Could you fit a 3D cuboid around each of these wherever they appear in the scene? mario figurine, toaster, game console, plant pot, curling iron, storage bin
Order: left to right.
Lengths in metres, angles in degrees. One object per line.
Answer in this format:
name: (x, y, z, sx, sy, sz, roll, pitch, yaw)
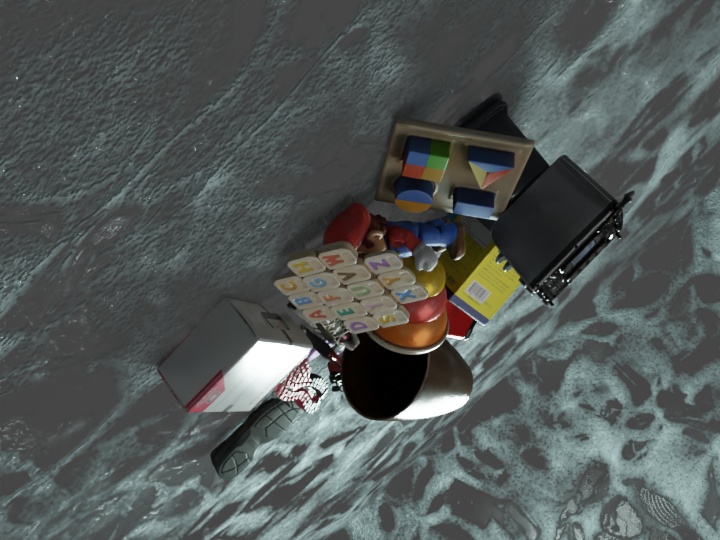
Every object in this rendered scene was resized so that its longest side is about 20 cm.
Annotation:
curling iron: (-0.057, 0.145, 1.792, 0.201, 0.025, 0.050, 59, 40, -50)
mario figurine: (0.041, -0.030, 1.497, 0.197, 0.107, 0.124, 1, 156, -22)
plant pot: (0.098, 0.175, 1.828, 0.187, 0.188, 0.199, -47, 141, 18)
game console: (0.181, 0.007, 1.912, 0.171, 0.119, 0.202, 12, 111, -37)
storage bin: (0.193, -0.136, 1.591, 0.145, 0.135, 0.200, -38, 161, -12)
toaster: (0.290, -0.058, 1.557, 0.200, 0.119, 0.181, -46, 163, 6)

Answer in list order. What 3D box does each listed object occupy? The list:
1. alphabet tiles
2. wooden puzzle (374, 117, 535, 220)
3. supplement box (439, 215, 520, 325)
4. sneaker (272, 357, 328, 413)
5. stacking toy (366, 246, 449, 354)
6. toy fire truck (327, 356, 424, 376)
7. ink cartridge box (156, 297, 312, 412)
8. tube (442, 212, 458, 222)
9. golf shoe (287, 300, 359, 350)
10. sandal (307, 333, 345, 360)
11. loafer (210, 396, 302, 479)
alphabet tiles: (-0.014, 0.027, 1.492, 0.193, 0.015, 0.200, -12, 142, 26)
wooden puzzle: (0.121, -0.122, 1.439, 0.183, 0.047, 0.201, 8, 152, -5)
supplement box: (0.209, -0.033, 1.749, 0.201, 0.109, 0.109, -50, 131, 8)
sneaker: (-0.123, 0.176, 1.764, 0.081, 0.074, 0.200, -57, 153, -15)
stacking toy: (0.084, 0.014, 1.644, 0.145, 0.146, 0.202, -26, 144, -38)
toy fire truck: (0.038, 0.153, 2.004, 0.166, 0.114, 0.200, -18, 174, 15)
ink cartridge box: (-0.171, 0.122, 1.511, 0.146, 0.085, 0.200, -44, 160, 9)
tube: (0.159, -0.079, 1.802, 0.199, 0.051, 0.078, -37, 161, -2)
golf shoe: (-0.046, 0.065, 1.636, 0.077, 0.088, 0.200, -40, 161, 4)
sandal: (-0.017, 0.109, 1.856, 0.202, 0.050, 0.083, -30, 159, -32)
loafer: (-0.188, 0.278, 1.904, 0.200, 0.063, 0.072, -43, 131, -7)
